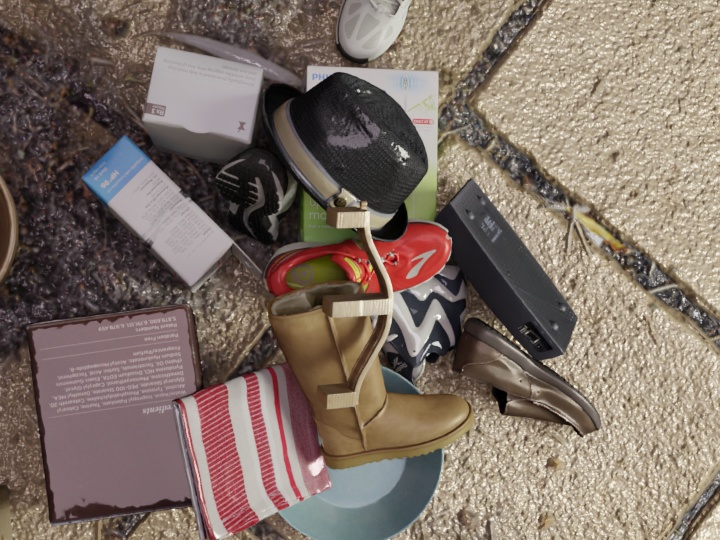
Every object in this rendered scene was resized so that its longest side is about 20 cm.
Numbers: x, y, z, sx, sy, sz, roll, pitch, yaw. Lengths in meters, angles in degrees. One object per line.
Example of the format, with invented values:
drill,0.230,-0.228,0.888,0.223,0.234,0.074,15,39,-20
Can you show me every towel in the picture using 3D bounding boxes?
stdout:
towel,-0.104,0.176,1.357,0.023,0.200,0.145,-11,92,35

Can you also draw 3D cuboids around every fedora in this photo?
fedora,-0.002,-0.127,1.331,0.092,0.201,0.201,-38,91,24

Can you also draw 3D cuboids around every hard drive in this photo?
hard drive,0.156,0.000,1.461,0.042,0.135,0.200,-36,94,22

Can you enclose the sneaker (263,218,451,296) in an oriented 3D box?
sneaker,0.000,0.000,1.381,0.199,0.085,0.077,-13,100,-1

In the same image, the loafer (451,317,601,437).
loafer,0.176,0.128,1.472,0.200,0.073,0.071,35,93,-16

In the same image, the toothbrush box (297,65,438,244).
toothbrush box,0.007,-0.114,1.473,0.145,0.086,0.201,2,84,-6

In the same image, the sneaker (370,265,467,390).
sneaker,0.023,0.067,1.462,0.198,0.079,0.130,-2,77,-16

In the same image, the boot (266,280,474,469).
boot,0.015,0.099,1.364,0.175,0.066,0.201,-17,120,-3

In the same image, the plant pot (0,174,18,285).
plant pot,-0.455,-0.040,1.413,0.200,0.093,0.202,0,87,-6

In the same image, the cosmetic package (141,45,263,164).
cosmetic package,-0.160,-0.164,1.400,0.112,0.200,0.081,12,85,-6

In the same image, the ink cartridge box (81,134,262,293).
ink cartridge box,-0.197,-0.042,1.429,0.200,0.116,0.068,44,83,-1

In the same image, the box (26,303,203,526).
box,-0.240,0.144,1.385,0.164,0.166,0.201,-7,86,-7

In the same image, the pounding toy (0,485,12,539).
pounding toy,-0.454,0.287,1.363,0.183,0.142,0.201,-5,87,-7

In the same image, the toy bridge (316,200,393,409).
toy bridge,-0.003,0.032,1.290,0.067,0.027,0.201,-2,105,-24

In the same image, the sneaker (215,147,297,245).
sneaker,-0.102,-0.095,1.407,0.074,0.200,0.080,28,75,1

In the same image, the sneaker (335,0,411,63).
sneaker,0.038,-0.325,1.476,0.076,0.115,0.201,31,83,-3

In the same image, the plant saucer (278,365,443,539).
plant saucer,-0.011,0.196,1.463,0.200,0.039,0.202,0,91,-1
